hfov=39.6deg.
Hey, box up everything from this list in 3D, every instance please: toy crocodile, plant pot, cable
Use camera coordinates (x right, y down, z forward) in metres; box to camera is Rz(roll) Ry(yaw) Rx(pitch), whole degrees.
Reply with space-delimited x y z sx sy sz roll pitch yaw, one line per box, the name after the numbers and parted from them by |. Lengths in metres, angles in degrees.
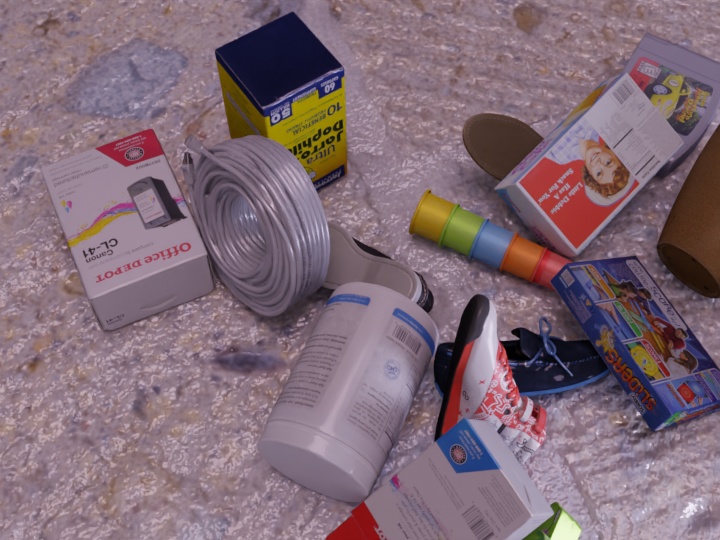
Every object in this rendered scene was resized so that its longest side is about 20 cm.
0.167 0.323 0.987 0.067 0.062 0.200 41 58 -23 | toy crocodile
0.445 -0.069 1.158 0.186 0.186 0.200 42 83 21 | plant pot
-0.114 -0.051 1.123 0.069 0.201 0.200 -25 32 -35 | cable

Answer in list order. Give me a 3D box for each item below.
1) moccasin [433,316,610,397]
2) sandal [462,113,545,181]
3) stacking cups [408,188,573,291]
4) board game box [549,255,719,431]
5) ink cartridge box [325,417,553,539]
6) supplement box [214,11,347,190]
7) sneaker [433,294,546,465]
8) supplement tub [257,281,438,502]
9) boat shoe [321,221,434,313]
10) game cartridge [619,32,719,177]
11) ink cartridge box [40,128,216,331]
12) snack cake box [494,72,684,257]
0.179 0.096 1.092 0.199 0.080 0.068 -10 105 -7 | moccasin
0.213 -0.136 1.250 0.211 0.070 0.078 15 88 -13 | sandal
0.160 -0.035 1.190 0.199 0.061 0.061 22 63 10 | stacking cups
0.313 0.074 1.104 0.135 0.034 0.200 -5 54 -40 | board game box
0.074 0.253 0.990 0.200 0.067 0.116 -42 64 16 | ink cartridge box
-0.089 -0.184 1.191 0.109 0.200 0.110 -31 64 -16 | supplement box
0.145 0.122 1.037 0.107 0.202 0.067 10 23 0 | sneaker
-0.010 0.125 1.056 0.132 0.132 0.200 22 63 12 | supplement tub
0.000 0.000 1.165 0.200 0.060 0.074 22 83 35 | boat shoe
0.394 -0.218 1.308 0.133 0.041 0.200 29 64 11 | game cartridge
-0.274 -0.051 1.182 0.147 0.086 0.200 -22 61 -12 | ink cartridge box
0.274 -0.124 1.193 0.200 0.067 0.115 -44 99 -11 | snack cake box
